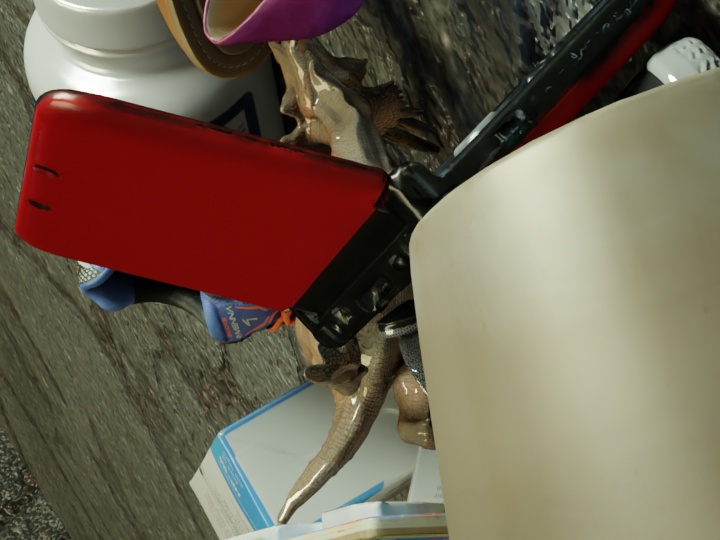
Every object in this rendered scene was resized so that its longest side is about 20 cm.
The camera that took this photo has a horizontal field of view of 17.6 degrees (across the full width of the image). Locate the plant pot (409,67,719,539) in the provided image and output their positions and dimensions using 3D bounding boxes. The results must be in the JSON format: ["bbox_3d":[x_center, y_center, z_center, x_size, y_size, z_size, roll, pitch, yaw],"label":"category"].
[{"bbox_3d":[0.099,0.047,0.619,0.200,0.199,0.175,117,132,-72],"label":"plant pot"}]

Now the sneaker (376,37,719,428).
[{"bbox_3d":[0.070,0.006,0.760,0.076,0.113,0.200,55,164,18],"label":"sneaker"}]

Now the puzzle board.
[{"bbox_3d":[0.034,0.099,0.862,0.200,0.150,0.018,152,118,-64],"label":"puzzle board"}]

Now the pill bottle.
[{"bbox_3d":[-0.099,-0.088,1.135,0.120,0.119,0.201,50,161,35],"label":"pill bottle"}]

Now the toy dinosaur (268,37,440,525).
[{"bbox_3d":[0.000,0.000,0.952,0.135,0.085,0.202,-149,66,-67],"label":"toy dinosaur"}]

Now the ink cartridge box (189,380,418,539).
[{"bbox_3d":[-0.024,0.105,1.242,0.068,0.116,0.200,59,164,8],"label":"ink cartridge box"}]

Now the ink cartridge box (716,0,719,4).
[{"bbox_3d":[0.077,-0.165,0.566,0.198,0.047,0.201,52,165,34],"label":"ink cartridge box"}]

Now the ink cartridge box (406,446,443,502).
[{"bbox_3d":[0.042,0.200,1.134,0.201,0.044,0.177,80,-160,-52],"label":"ink cartridge box"}]

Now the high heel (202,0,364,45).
[{"bbox_3d":[-0.017,-0.152,0.793,0.068,0.096,0.200,55,164,20],"label":"high heel"}]

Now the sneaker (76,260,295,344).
[{"bbox_3d":[-0.039,0.002,1.053,0.199,0.079,0.076,9,145,18],"label":"sneaker"}]

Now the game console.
[{"bbox_3d":[-0.012,-0.050,0.774,0.119,0.172,0.200,44,165,0],"label":"game console"}]

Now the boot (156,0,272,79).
[{"bbox_3d":[-0.112,-0.177,1.017,0.155,0.076,0.201,-2,112,51],"label":"boot"}]
